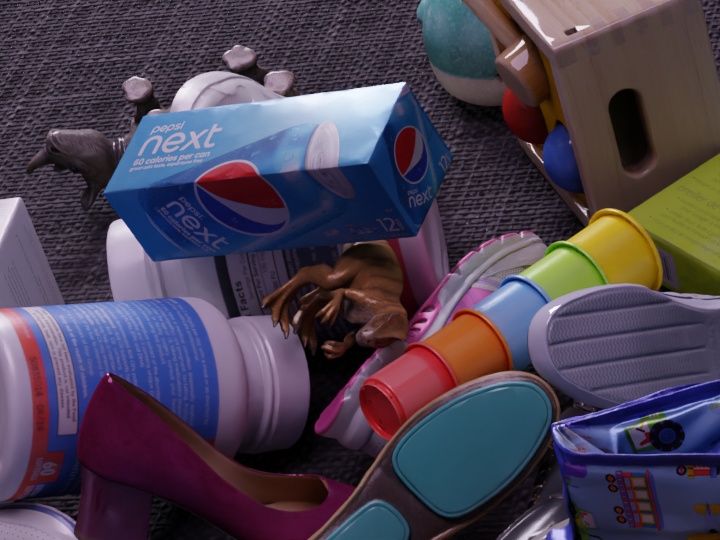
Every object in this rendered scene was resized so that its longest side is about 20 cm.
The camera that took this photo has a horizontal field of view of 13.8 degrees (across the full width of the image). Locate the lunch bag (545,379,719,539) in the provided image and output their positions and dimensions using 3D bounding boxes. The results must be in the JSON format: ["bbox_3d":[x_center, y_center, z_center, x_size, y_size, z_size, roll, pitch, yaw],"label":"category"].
[{"bbox_3d":[0.193,0.135,1.531,0.199,0.151,0.094,-9,34,12],"label":"lunch bag"}]

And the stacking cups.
[{"bbox_3d":[0.086,0.033,1.703,0.200,0.061,0.060,-32,36,-33],"label":"stacking cups"}]

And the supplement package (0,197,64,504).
[{"bbox_3d":[-0.272,0.065,1.870,0.119,0.122,0.200,-7,35,17],"label":"supplement package"}]

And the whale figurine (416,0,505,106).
[{"bbox_3d":[0.112,-0.201,2.082,0.158,0.104,0.200,-5,36,19],"label":"whale figurine"}]

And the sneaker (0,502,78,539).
[{"bbox_3d":[-0.173,0.205,1.664,0.199,0.081,0.115,15,44,37],"label":"sneaker"}]

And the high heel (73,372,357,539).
[{"bbox_3d":[-0.063,0.109,1.677,0.199,0.097,0.067,2,18,-27],"label":"high heel"}]

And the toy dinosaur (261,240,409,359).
[{"bbox_3d":[0.000,0.000,1.762,0.106,0.060,0.200,-28,35,16],"label":"toy dinosaur"}]

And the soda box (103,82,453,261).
[{"bbox_3d":[-0.050,-0.057,1.760,0.199,0.064,0.068,-6,44,36],"label":"soda box"}]

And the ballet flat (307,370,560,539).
[{"bbox_3d":[0.028,0.127,1.653,0.200,0.069,0.063,-40,-6,2],"label":"ballet flat"}]

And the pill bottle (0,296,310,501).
[{"bbox_3d":[-0.135,0.073,1.758,0.199,0.113,0.112,-4,26,-29],"label":"pill bottle"}]

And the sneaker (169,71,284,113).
[{"bbox_3d":[-0.033,-0.084,1.943,0.115,0.074,0.200,9,2,29],"label":"sneaker"}]

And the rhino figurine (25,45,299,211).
[{"bbox_3d":[-0.135,-0.091,2.060,0.199,0.088,0.060,-16,56,2],"label":"rhino figurine"}]

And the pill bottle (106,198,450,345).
[{"bbox_3d":[-0.051,-0.009,1.875,0.199,0.120,0.120,-12,34,9],"label":"pill bottle"}]

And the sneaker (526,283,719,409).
[{"bbox_3d":[0.164,0.047,1.697,0.199,0.073,0.071,3,-8,-38],"label":"sneaker"}]

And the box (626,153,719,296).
[{"bbox_3d":[0.275,-0.046,1.839,0.200,0.048,0.122,-33,37,-21],"label":"box"}]

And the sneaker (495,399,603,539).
[{"bbox_3d":[0.112,0.140,1.642,0.200,0.075,0.106,-29,30,-31],"label":"sneaker"}]

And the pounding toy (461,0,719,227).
[{"bbox_3d":[0.128,-0.143,1.908,0.142,0.201,0.184,-23,34,-7],"label":"pounding toy"}]

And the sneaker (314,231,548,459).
[{"bbox_3d":[0.061,0.057,1.766,0.088,0.081,0.200,43,57,3],"label":"sneaker"}]
